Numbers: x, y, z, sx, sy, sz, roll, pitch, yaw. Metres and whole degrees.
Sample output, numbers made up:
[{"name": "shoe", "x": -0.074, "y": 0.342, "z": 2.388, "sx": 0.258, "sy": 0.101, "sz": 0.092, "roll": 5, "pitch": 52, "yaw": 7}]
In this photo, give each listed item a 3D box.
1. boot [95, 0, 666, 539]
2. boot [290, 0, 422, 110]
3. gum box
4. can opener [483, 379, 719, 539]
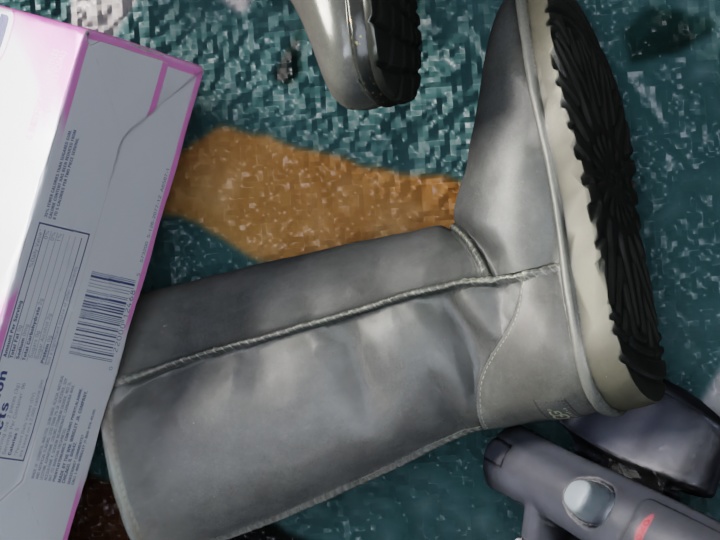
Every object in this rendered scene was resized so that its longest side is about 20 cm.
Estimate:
[{"name": "boot", "x": -0.001, "y": -0.002, "z": 1.060, "sx": 0.200, "sy": 0.073, "sz": 0.182, "roll": -17, "pitch": 62, "yaw": 24}, {"name": "boot", "x": -0.060, "y": -0.125, "z": 1.062, "sx": 0.131, "sy": 0.068, "sz": 0.200, "roll": -22, "pitch": 66, "yaw": 10}, {"name": "gum box", "x": -0.143, "y": 0.006, "z": 1.053, "sx": 0.113, "sy": 0.066, "sz": 0.200, "roll": 17, "pitch": 91, "yaw": 38}, {"name": "can opener", "x": 0.109, "y": 0.090, "z": 0.988, "sx": 0.063, "sy": 0.200, "sz": 0.079, "roll": 16, "pitch": 100, "yaw": -32}]
